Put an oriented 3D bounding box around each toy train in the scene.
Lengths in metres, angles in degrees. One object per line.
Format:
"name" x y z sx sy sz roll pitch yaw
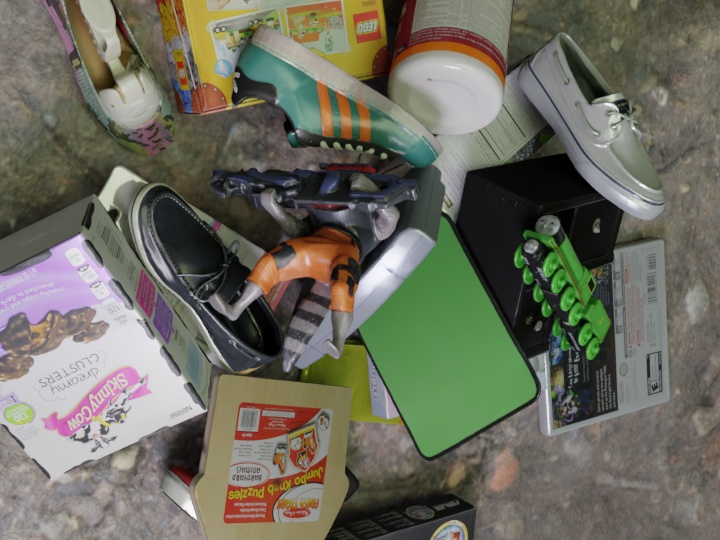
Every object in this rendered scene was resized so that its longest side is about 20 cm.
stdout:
"toy train" 0.189 0.017 1.002 0.057 0.041 0.200 -59 143 -17

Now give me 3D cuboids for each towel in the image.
"towel" 0.027 0.121 1.156 0.198 0.018 0.087 8 94 -26

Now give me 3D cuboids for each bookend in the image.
"bookend" 0.181 -0.003 1.086 0.197 0.092 0.202 -14 123 -43

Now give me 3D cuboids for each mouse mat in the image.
"mouse mat" 0.071 0.066 1.049 0.007 0.160 0.202 -13 71 -53

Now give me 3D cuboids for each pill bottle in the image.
"pill bottle" 0.091 -0.239 1.039 0.109 0.109 0.202 26 57 -27

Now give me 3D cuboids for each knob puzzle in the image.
"knob puzzle" -0.088 0.203 1.028 0.218 0.030 0.223 -4 96 -47

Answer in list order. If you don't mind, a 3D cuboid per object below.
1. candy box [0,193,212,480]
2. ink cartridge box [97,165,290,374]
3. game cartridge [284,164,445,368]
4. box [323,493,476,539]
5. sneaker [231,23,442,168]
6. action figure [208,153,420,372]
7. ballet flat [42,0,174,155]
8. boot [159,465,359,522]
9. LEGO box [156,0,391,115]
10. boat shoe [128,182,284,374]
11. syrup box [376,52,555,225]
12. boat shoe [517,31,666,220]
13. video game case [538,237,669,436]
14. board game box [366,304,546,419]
"candy box" -0.247 0.062 0.932 0.166 0.072 0.201 -25 120 10
"ink cartridge box" -0.175 -0.003 1.011 0.199 0.067 0.117 33 84 -28
"game cartridge" 0.000 0.000 1.007 0.041 0.134 0.200 34 123 -18
"box" 0.031 0.336 1.149 0.198 0.044 0.162 -6 107 -37
"sneaker" -0.023 -0.134 0.973 0.199 0.071 0.080 30 94 -13
"action figure" -0.047 -0.023 0.922 0.194 0.198 0.105 -57 143 -32
"ballet flat" -0.220 -0.189 0.956 0.069 0.071 0.202 -31 111 -19
"boot" -0.093 0.207 1.086 0.200 0.072 0.145 38 81 -34
"LEGO box" -0.080 -0.238 1.011 0.198 0.077 0.151 -16 106 -23
"boat shoe" -0.129 0.006 0.951 0.075 0.062 0.201 -51 121 -39
"syrup box" 0.116 -0.126 1.101 0.200 0.079 0.082 -42 100 -23
"boat shoe" 0.225 -0.140 1.027 0.073 0.067 0.201 -20 65 -46
"video game case" 0.281 0.075 1.269 0.180 0.023 0.203 -12 104 -24
"board game box" 0.098 0.039 1.150 0.197 0.043 0.203 -6 94 -26
